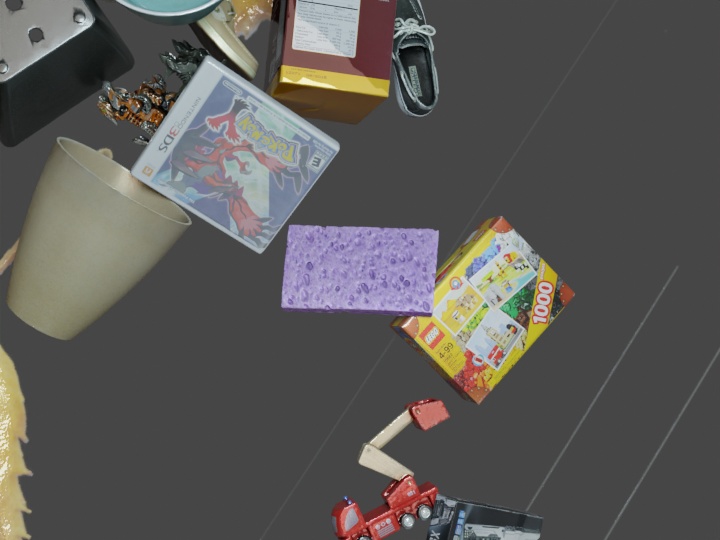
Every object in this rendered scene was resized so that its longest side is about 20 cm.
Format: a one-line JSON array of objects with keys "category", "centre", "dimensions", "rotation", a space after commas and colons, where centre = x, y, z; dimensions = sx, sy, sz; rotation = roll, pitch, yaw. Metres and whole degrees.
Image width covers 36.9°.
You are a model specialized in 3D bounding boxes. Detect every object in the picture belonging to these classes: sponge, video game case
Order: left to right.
[{"category": "video game case", "centre": [-0.156, -0.139, 1.344], "dimensions": [0.199, 0.023, 0.183], "rotation": [31, 113, -19]}, {"category": "sponge", "centre": [0.000, 0.000, 1.390], "dimensions": [0.197, 0.030, 0.113], "rotation": [2, 73, 5]}]

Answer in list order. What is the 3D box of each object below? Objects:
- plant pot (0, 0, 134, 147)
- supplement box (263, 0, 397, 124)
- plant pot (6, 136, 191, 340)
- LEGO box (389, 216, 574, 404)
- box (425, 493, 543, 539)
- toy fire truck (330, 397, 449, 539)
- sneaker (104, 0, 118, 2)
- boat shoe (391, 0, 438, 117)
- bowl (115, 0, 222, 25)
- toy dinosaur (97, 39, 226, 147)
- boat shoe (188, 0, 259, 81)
[{"category": "plant pot", "centre": [-0.403, -0.295, 1.279], "dimensions": [0.199, 0.177, 0.201], "rotation": [-36, 94, -12]}, {"category": "supplement box", "centre": [-0.040, -0.305, 1.347], "dimensions": [0.131, 0.197, 0.203], "rotation": [6, 87, -11]}, {"category": "plant pot", "centre": [-0.335, -0.025, 1.296], "dimensions": [0.186, 0.187, 0.201], "rotation": [34, 95, -9]}, {"category": "LEGO box", "centre": [0.162, 0.053, 1.439], "dimensions": [0.149, 0.077, 0.200], "rotation": [44, 80, -8]}, {"category": "box", "centre": [0.149, 0.406, 1.413], "dimensions": [0.157, 0.050, 0.202], "rotation": [18, 83, -32]}, {"category": "toy fire truck", "centre": [0.040, 0.268, 1.419], "dimensions": [0.198, 0.049, 0.142], "rotation": [-24, 93, -11]}, {"category": "sneaker", "centre": [-0.328, -0.441, 1.333], "dimensions": [0.076, 0.111, 0.202], "rotation": [-10, 90, -12]}, {"category": "boat shoe", "centre": [0.062, -0.306, 1.435], "dimensions": [0.073, 0.068, 0.202], "rotation": [-8, 89, -13]}, {"category": "bowl", "centre": [-0.230, -0.378, 1.299], "dimensions": [0.198, 0.105, 0.203], "rotation": [2, 77, -7]}, {"category": "toy dinosaur", "centre": [-0.228, -0.212, 1.368], "dimensions": [0.198, 0.102, 0.137], "rotation": [6, 115, -25]}, {"category": "boat shoe", "centre": [-0.192, -0.333, 1.382], "dimensions": [0.065, 0.072, 0.200], "rotation": [-42, 91, -9]}]
